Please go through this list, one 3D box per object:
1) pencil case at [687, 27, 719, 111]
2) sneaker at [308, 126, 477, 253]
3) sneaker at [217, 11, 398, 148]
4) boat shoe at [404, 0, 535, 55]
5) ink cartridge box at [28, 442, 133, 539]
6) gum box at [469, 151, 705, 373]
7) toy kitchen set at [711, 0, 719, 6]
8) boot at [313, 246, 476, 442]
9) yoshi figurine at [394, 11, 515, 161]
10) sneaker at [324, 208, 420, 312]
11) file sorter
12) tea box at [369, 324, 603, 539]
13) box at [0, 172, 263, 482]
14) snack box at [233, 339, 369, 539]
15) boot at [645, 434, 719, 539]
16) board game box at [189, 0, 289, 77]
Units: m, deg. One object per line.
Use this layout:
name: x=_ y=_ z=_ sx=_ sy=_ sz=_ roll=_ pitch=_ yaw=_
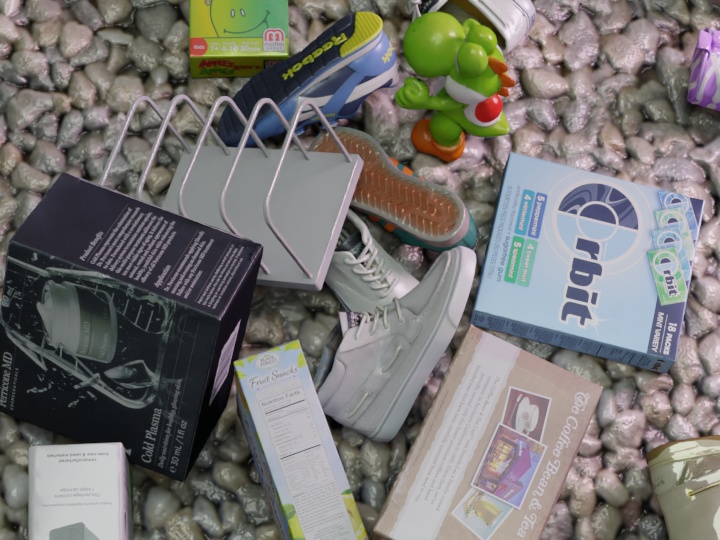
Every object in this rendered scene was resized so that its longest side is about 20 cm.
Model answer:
pencil case: x=0.427 y=-0.190 z=1.656 sx=0.197 sy=0.086 sz=0.085 roll=8 pitch=72 yaw=1
sneaker: x=0.032 y=-0.068 z=1.609 sx=0.199 sy=0.080 sz=0.072 roll=35 pitch=83 yaw=30
sneaker: x=-0.049 y=-0.170 z=1.630 sx=0.199 sy=0.082 sz=0.074 roll=-30 pitch=41 yaw=10
boat shoe: x=0.074 y=-0.279 z=1.674 sx=0.201 sy=0.075 sz=0.086 roll=34 pitch=55 yaw=2
ink cartridge box: x=-0.240 y=0.265 z=1.433 sx=0.083 sy=0.146 sz=0.203 roll=-2 pitch=71 yaw=-5
gum box: x=0.220 y=-0.009 z=1.604 sx=0.198 sy=0.045 sz=0.172 roll=15 pitch=70 yaw=2
toy kitchen set: x=0.486 y=-0.356 z=1.675 sx=0.179 sy=0.163 sz=0.201 roll=26 pitch=72 yaw=7
boot: x=0.025 y=0.056 z=1.517 sx=0.095 sy=0.074 sz=0.202 roll=24 pitch=98 yaw=-14
yoshi figurine: x=0.083 y=-0.188 z=1.578 sx=0.110 sy=0.200 sz=0.114 roll=-8 pitch=71 yaw=-5
sneaker: x=0.000 y=0.000 z=1.576 sx=0.199 sy=0.071 sz=0.073 roll=40 pitch=73 yaw=11
file sorter: x=-0.125 y=-0.080 z=1.527 sx=0.198 sy=0.125 sz=0.140 roll=5 pitch=62 yaw=29
tea box: x=0.105 y=0.186 z=1.449 sx=0.132 sy=0.197 sz=0.201 roll=25 pitch=71 yaw=6
box: x=-0.210 y=0.050 z=1.468 sx=0.195 sy=0.202 sz=0.124 roll=20 pitch=37 yaw=6
snack box: x=-0.052 y=0.184 z=1.457 sx=0.067 sy=0.169 sz=0.202 roll=-19 pitch=73 yaw=-10
boot: x=0.371 y=0.227 z=1.514 sx=0.197 sy=0.072 sz=0.157 roll=-7 pitch=70 yaw=0
board game box: x=-0.125 y=-0.299 z=1.688 sx=0.100 sy=0.048 sz=0.203 roll=-1 pitch=71 yaw=-3
